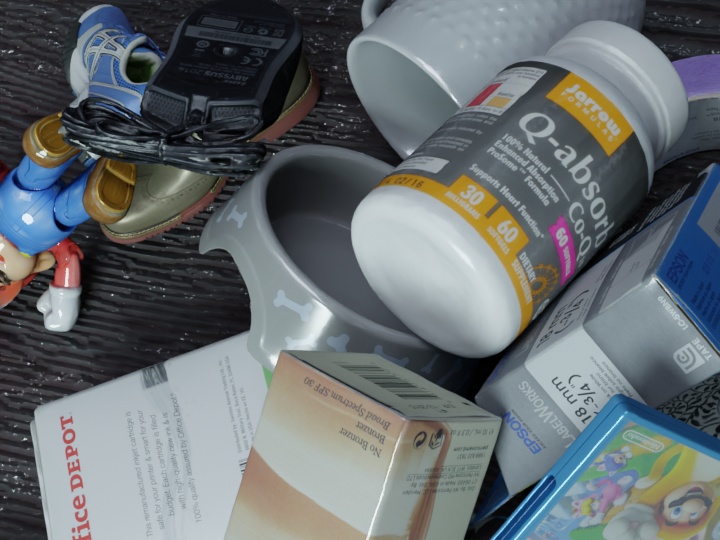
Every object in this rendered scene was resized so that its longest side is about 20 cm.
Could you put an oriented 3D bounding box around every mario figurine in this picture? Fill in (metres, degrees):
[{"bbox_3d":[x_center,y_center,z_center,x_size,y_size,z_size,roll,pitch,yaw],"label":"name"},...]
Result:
[{"bbox_3d":[-0.236,-0.022,1.004,0.106,0.200,0.124,-10,73,-41],"label":"mario figurine"}]

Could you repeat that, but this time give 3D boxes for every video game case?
[{"bbox_3d":[0.124,0.162,0.746,0.200,0.143,0.018,-54,30,22],"label":"video game case"}]

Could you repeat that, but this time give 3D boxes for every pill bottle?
[{"bbox_3d":[0.097,-0.052,0.845,0.116,0.117,0.200,31,60,28],"label":"pill bottle"}]

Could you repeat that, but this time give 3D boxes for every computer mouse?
[{"bbox_3d":[-0.101,-0.117,0.974,0.138,0.053,0.200,12,40,13],"label":"computer mouse"}]

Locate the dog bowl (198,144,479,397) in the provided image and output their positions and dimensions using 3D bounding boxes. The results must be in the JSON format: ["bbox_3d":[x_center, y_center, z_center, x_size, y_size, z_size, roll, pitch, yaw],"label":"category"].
[{"bbox_3d":[0.000,0.000,0.917,0.059,0.199,0.200,-55,50,34],"label":"dog bowl"}]

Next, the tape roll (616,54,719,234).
[{"bbox_3d":[0.230,-0.040,0.936,0.199,0.066,0.201,-7,61,12],"label":"tape roll"}]

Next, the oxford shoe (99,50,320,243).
[{"bbox_3d":[-0.120,-0.103,1.066,0.200,0.075,0.070,-44,59,-11],"label":"oxford shoe"}]

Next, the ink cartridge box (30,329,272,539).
[{"bbox_3d":[-0.093,0.131,0.920,0.199,0.084,0.147,-19,58,5],"label":"ink cartridge box"}]

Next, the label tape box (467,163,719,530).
[{"bbox_3d":[0.129,0.043,0.818,0.063,0.200,0.144,47,37,-4],"label":"label tape box"}]

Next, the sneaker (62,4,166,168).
[{"bbox_3d":[-0.171,-0.142,1.079,0.077,0.076,0.200,-37,38,16],"label":"sneaker"}]

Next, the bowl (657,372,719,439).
[{"bbox_3d":[0.243,0.132,0.798,0.200,0.094,0.202,2,94,31],"label":"bowl"}]

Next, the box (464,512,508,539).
[{"bbox_3d":[0.056,0.241,0.836,0.082,0.049,0.201,4,63,18],"label":"box"}]

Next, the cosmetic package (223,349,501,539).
[{"bbox_3d":[-0.013,0.153,0.783,0.103,0.087,0.201,23,101,40],"label":"cosmetic package"}]

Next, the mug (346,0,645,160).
[{"bbox_3d":[0.086,-0.164,1.003,0.175,0.148,0.200,-42,53,-15],"label":"mug"}]
